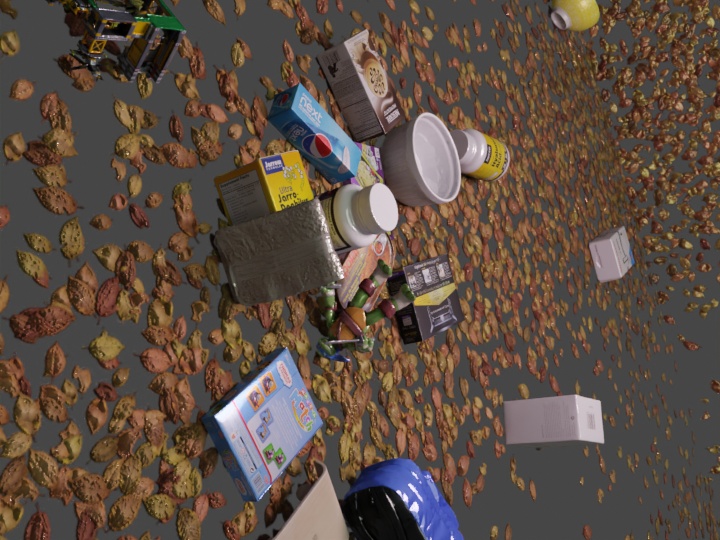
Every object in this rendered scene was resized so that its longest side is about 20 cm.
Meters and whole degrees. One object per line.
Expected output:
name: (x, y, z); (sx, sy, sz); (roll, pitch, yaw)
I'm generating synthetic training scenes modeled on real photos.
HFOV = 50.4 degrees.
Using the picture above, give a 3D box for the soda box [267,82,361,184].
soda box: (-0.083, -0.254, 1.446); (0.200, 0.064, 0.068); (42, 47, -37)

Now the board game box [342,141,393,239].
board game box: (0.011, -0.161, 1.575); (0.119, 0.032, 0.203); (4, 76, -56)

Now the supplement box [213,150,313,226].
supplement box: (-0.141, -0.082, 1.267); (0.109, 0.108, 0.202); (-26, 100, -54)

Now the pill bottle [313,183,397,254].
pill bottle: (-0.038, -0.086, 1.334); (0.111, 0.198, 0.113); (23, 61, -48)

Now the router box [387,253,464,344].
router box: (0.143, 0.059, 1.660); (0.199, 0.052, 0.159); (-15, 91, -55)

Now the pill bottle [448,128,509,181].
pill bottle: (0.286, -0.293, 1.929); (0.199, 0.110, 0.113); (6, 74, -52)

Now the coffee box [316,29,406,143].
coffee box: (0.004, -0.382, 1.595); (0.202, 0.079, 0.113); (63, 37, -17)

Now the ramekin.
ramekin: (0.130, -0.238, 1.699); (0.199, 0.104, 0.203); (22, 62, -49)

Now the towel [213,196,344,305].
towel: (-0.131, -0.024, 1.189); (0.034, 0.198, 0.134); (-32, 104, -66)

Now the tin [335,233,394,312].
tin: (0.000, 0.000, 1.475); (0.112, 0.042, 0.201); (55, 50, -34)

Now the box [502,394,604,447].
box: (0.473, 0.374, 1.883); (0.152, 0.198, 0.108); (19, 65, -49)

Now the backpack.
backpack: (0.068, 0.431, 1.348); (0.201, 0.162, 0.168); (55, 30, -7)

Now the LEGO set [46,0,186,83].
LEGO set: (-0.357, -0.340, 1.091); (0.154, 0.116, 0.200); (46, 32, 9)

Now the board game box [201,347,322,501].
board game box: (-0.149, 0.239, 1.211); (0.200, 0.036, 0.153); (-42, 113, -51)

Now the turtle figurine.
turtle figurine: (-0.009, 0.065, 1.332); (0.193, 0.144, 0.201); (-40, 127, -11)

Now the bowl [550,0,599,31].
bowl: (0.759, -0.944, 2.786); (0.107, 0.200, 0.201); (-41, 121, -4)

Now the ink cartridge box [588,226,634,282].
ink cartridge box: (0.889, -0.058, 2.703); (0.199, 0.084, 0.148); (-28, 102, -55)

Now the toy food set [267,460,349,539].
toy food set: (-0.095, 0.422, 1.216); (0.200, 0.060, 0.145); (-45, 126, -49)
